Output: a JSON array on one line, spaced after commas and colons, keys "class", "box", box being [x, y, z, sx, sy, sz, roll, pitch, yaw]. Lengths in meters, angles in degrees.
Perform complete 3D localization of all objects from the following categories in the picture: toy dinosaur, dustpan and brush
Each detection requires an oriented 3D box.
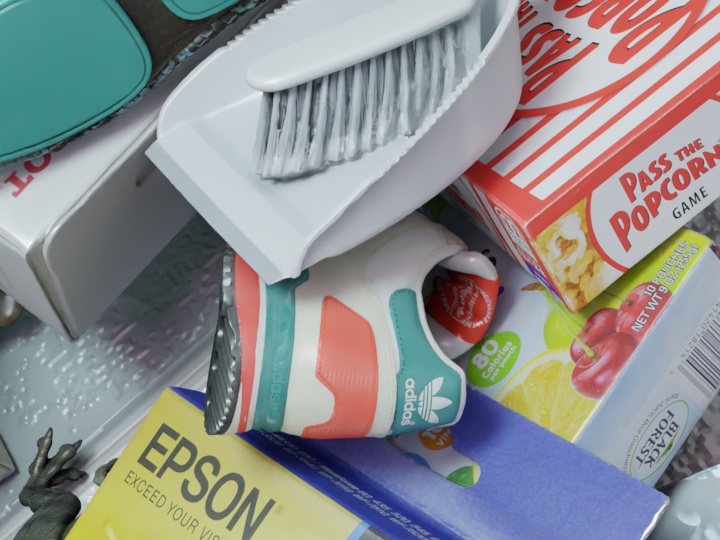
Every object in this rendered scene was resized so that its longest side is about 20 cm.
[{"class": "toy dinosaur", "box": [-0.128, 0.114, 0.824, 0.200, 0.047, 0.088, -31, 29, -8]}, {"class": "dustpan and brush", "box": [0.028, -0.084, 0.708, 0.200, 0.057, 0.140, -26, 31, -13]}]

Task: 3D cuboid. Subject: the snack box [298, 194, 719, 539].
[{"class": "snack box", "box": [0.032, 0.060, 0.752, 0.200, 0.053, 0.142, -55, 39, -6]}]

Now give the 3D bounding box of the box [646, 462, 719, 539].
[{"class": "box", "box": [0.165, 0.135, 0.712, 0.200, 0.044, 0.160, -24, 67, 15]}]

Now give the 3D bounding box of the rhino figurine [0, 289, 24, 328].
[{"class": "rhino figurine", "box": [-0.166, -0.072, 0.905, 0.087, 0.060, 0.200, -30, 64, 15]}]

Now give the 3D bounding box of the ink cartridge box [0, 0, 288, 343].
[{"class": "ink cartridge box", "box": [-0.143, -0.090, 0.828, 0.200, 0.084, 0.145, 35, 72, 21]}]

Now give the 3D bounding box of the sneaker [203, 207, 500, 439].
[{"class": "sneaker", "box": [0.000, 0.000, 0.746, 0.093, 0.200, 0.070, 9, 117, -2]}]

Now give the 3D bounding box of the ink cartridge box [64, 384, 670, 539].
[{"class": "ink cartridge box", "box": [-0.027, 0.115, 0.692, 0.198, 0.047, 0.200, 27, 84, 49]}]

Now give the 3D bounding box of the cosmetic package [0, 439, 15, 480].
[{"class": "cosmetic package", "box": [-0.240, 0.027, 0.899, 0.105, 0.071, 0.200, -38, 64, 9]}]

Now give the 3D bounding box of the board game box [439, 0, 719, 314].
[{"class": "board game box", "box": [0.106, -0.092, 0.751, 0.200, 0.046, 0.151, -39, 38, -6]}]

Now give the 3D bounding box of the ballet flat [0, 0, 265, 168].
[{"class": "ballet flat", "box": [-0.085, -0.102, 0.750, 0.200, 0.074, 0.074, -29, 65, -3]}]
